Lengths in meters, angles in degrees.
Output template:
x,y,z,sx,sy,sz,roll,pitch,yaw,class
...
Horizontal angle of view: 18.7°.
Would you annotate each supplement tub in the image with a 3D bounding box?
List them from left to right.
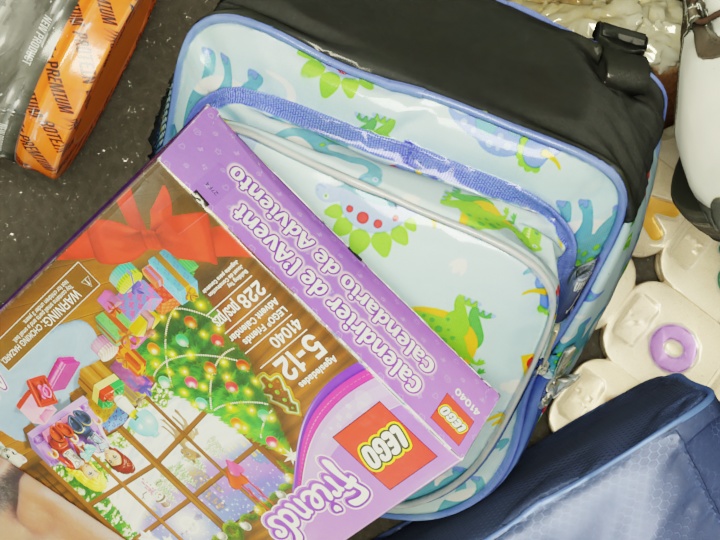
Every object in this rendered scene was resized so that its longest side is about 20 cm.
x,y,z,sx,sy,sz,roll,pitch,yaw,class
-0.185,-0.123,0.851,0.200,0.123,0.123,28,85,-3,supplement tub

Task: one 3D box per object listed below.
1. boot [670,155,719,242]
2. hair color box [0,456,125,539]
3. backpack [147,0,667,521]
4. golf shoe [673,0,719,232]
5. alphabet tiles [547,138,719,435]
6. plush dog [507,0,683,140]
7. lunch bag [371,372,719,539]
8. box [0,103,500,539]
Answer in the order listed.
x,y,z,sx,sy,sz,roll,pitch,yaw,class
0.218,-0.038,0.876,0.174,0.069,0.200,43,78,-32,boot
-0.171,0.105,0.757,0.200,0.064,0.111,33,43,4,hair color box
0.000,0.000,0.814,0.183,0.200,0.147,22,41,6,backpack
0.137,-0.106,0.793,0.094,0.078,0.200,44,42,-36,golf shoe
0.170,0.013,0.927,0.195,0.015,0.200,36,85,-2,alphabet tiles
0.086,-0.169,0.887,0.172,0.160,0.200,-41,120,-20,plush dog
0.080,0.145,0.847,0.200,0.136,0.132,-31,92,2,lunch bag
-0.065,0.050,0.758,0.137,0.200,0.039,44,42,-7,box
